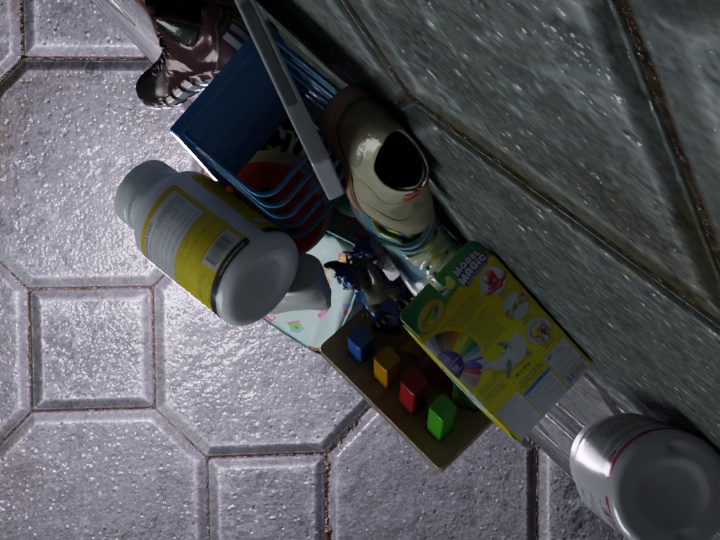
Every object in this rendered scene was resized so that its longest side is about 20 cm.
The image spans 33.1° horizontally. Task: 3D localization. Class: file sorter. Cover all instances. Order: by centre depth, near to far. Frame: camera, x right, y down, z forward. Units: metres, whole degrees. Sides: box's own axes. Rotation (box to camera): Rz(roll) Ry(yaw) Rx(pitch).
[{"bbox_3d":[-0.080,-0.130,1.225,0.123,0.139,0.200,40,176,12],"label":"file sorter"}]

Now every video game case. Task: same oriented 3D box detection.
[{"bbox_3d":[-0.068,-0.164,1.033,0.143,0.017,0.201,63,-178,-82],"label":"video game case"}]

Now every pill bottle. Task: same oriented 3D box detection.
[{"bbox_3d":[0.273,0.200,1.181,0.113,0.113,0.200,44,177,-3],"label":"pill bottle"},{"bbox_3d":[-0.169,-0.036,1.293,0.200,0.112,0.112,36,174,29],"label":"pill bottle"}]

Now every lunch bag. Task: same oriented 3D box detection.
[{"bbox_3d":[-0.060,-0.006,1.500,0.160,0.077,0.201,32,130,13],"label":"lunch bag"}]

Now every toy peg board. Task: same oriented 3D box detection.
[{"bbox_3d":[0.091,0.078,1.357,0.199,0.200,0.098,44,162,18],"label":"toy peg board"}]

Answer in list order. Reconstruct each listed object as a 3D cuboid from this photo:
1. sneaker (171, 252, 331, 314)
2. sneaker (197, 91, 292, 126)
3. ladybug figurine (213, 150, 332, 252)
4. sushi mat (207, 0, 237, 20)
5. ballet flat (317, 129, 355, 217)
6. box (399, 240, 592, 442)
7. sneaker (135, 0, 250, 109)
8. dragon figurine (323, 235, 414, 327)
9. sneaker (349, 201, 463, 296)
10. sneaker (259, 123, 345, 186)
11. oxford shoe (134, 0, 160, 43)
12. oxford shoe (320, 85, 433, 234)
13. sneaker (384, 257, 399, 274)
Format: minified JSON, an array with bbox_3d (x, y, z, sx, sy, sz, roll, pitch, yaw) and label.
[{"bbox_3d":[-0.127,0.016,1.371,0.199,0.076,0.089,11,155,21],"label":"sneaker"},{"bbox_3d":[-0.147,-0.219,1.477,0.200,0.080,0.074,41,174,22],"label":"sneaker"},{"bbox_3d":[-0.114,-0.064,1.389,0.136,0.072,0.200,52,138,-10],"label":"ladybug figurine"},{"bbox_3d":[-0.170,-0.245,1.329,0.095,0.012,0.200,15,163,5],"label":"sushi mat"},{"bbox_3d":[-0.025,-0.122,1.451,0.065,0.071,0.200,9,-154,-42],"label":"ballet flat"},{"bbox_3d":[0.133,0.068,1.238,0.200,0.117,0.048,46,176,-25],"label":"box"},{"bbox_3d":[-0.194,-0.239,1.256,0.199,0.076,0.115,-12,139,43],"label":"sneaker"},{"bbox_3d":[0.000,0.000,1.316,0.100,0.059,0.200,53,179,-16],"label":"dragon figurine"},{"bbox_3d":[0.068,-0.021,1.267,0.200,0.080,0.131,44,179,-5],"label":"sneaker"},{"bbox_3d":[-0.096,-0.136,1.401,0.199,0.072,0.083,9,160,36],"label":"sneaker"},{"bbox_3d":[-0.193,-0.278,1.359,0.075,0.071,0.200,33,172,42],"label":"oxford shoe"},{"bbox_3d":[0.029,-0.079,1.070,0.074,0.071,0.200,39,175,34],"label":"oxford shoe"},{"bbox_3d":[0.021,-0.062,1.535,0.199,0.105,0.076,17,125,20],"label":"sneaker"}]
